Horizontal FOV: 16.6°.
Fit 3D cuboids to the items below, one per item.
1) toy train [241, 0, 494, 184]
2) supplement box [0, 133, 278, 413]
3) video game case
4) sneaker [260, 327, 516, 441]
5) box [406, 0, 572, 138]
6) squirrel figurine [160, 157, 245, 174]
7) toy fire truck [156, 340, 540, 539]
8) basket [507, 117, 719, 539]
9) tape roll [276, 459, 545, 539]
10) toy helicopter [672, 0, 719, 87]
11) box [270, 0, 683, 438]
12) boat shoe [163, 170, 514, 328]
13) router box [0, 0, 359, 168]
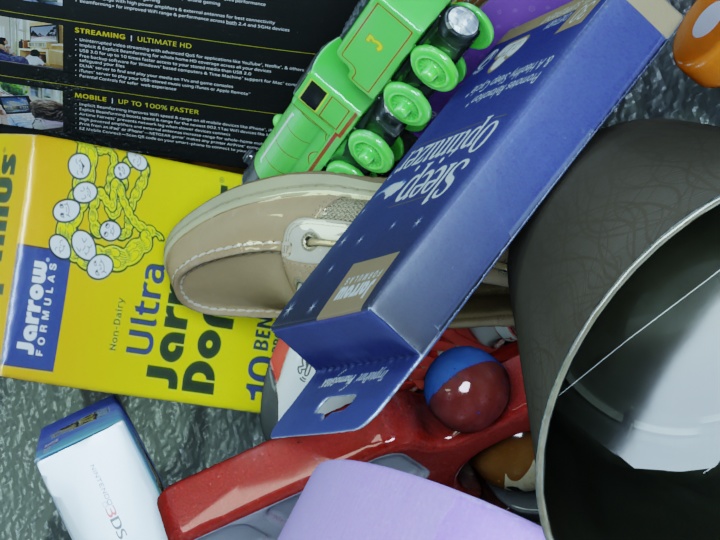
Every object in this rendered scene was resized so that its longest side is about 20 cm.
[{"bbox_3d":[-0.004,-0.066,1.055,0.056,0.042,0.200,40,147,-1],"label":"toy train"},{"bbox_3d":[-0.102,0.005,1.160,0.109,0.199,0.110,4,85,53],"label":"supplement box"},{"bbox_3d":[-0.087,0.149,1.107,0.182,0.045,0.200,64,174,-3],"label":"video game case"},{"bbox_3d":[0.040,0.019,1.102,0.108,0.067,0.202,36,94,42],"label":"sneaker"},{"bbox_3d":[0.087,-0.160,1.082,0.200,0.039,0.137,-42,23,31],"label":"box"},{"bbox_3d":[-0.165,-0.125,1.263,0.199,0.186,0.143,-2,81,44],"label":"squirrel figurine"},{"bbox_3d":[0.036,0.087,1.026,0.199,0.168,0.113,-24,64,17],"label":"toy fire truck"},{"bbox_3d":[0.122,0.019,0.856,0.180,0.136,0.200,-40,14,2],"label":"basket"},{"bbox_3d":[0.057,0.146,0.902,0.199,0.200,0.066,14,69,45],"label":"tape roll"},{"bbox_3d":[0.203,-0.077,0.926,0.132,0.079,0.200,-46,24,17],"label":"toy helicopter"},{"bbox_3d":[0.032,-0.023,0.942,0.200,0.032,0.121,-53,12,-16],"label":"box"},{"bbox_3d":[0.000,0.000,1.046,0.199,0.071,0.065,-9,56,28],"label":"boat shoe"},{"bbox_3d":[-0.089,-0.116,1.111,0.150,0.199,0.051,99,179,-51],"label":"router box"}]
